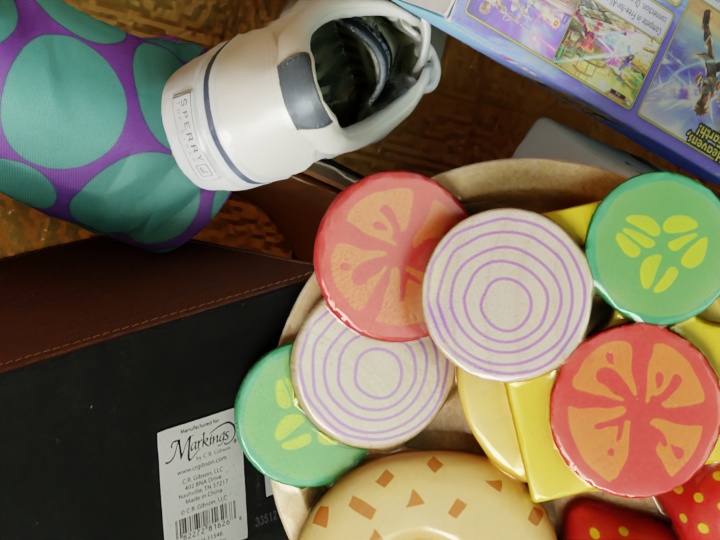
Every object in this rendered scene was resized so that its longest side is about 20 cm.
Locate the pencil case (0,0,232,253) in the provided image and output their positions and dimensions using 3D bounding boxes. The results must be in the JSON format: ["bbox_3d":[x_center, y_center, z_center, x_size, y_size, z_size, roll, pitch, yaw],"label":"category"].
[{"bbox_3d":[-0.137,-0.078,0.834,0.199,0.085,0.093,26,60,-36],"label":"pencil case"}]

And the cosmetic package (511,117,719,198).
[{"bbox_3d":[0.134,0.062,0.950,0.200,0.165,0.166,16,109,-57],"label":"cosmetic package"}]

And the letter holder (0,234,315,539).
[{"bbox_3d":[-0.123,0.058,0.832,0.199,0.142,0.101,-17,110,-41],"label":"letter holder"}]

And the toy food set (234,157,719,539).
[{"bbox_3d":[0.057,0.055,0.803,0.199,0.049,0.199,-14,91,3],"label":"toy food set"}]

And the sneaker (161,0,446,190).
[{"bbox_3d":[0.001,-0.078,0.871,0.200,0.070,0.073,-44,119,-57],"label":"sneaker"}]

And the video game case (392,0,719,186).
[{"bbox_3d":[0.124,-0.146,0.874,0.199,0.045,0.182,25,90,-41],"label":"video game case"}]

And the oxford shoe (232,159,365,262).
[{"bbox_3d":[0.000,0.000,0.957,0.200,0.071,0.072,35,87,-36],"label":"oxford shoe"}]
